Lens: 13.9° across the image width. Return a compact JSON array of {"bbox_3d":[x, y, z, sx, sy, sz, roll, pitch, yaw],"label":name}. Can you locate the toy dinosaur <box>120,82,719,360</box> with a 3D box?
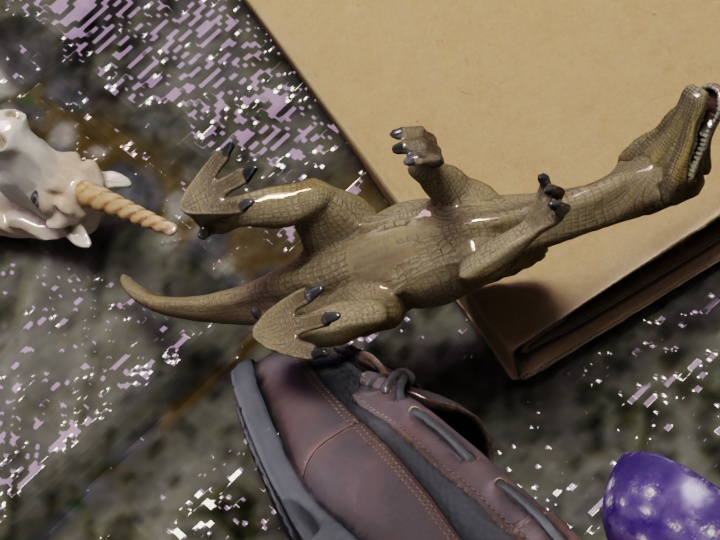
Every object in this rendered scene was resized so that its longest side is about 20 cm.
[{"bbox_3d":[0.000,0.000,0.767,0.200,0.101,0.058,-16,77,28],"label":"toy dinosaur"}]

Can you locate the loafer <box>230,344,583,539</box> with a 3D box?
[{"bbox_3d":[0.015,0.063,0.722,0.063,0.072,0.200,-25,20,-3],"label":"loafer"}]

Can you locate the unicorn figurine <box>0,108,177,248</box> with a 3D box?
[{"bbox_3d":[-0.165,-0.034,0.868,0.200,0.137,0.074,-30,22,24],"label":"unicorn figurine"}]

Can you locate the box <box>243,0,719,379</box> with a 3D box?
[{"bbox_3d":[0.064,-0.080,0.865,0.163,0.021,0.200,-32,53,-4],"label":"box"}]

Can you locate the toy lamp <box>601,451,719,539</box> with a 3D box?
[{"bbox_3d":[0.024,0.134,0.713,0.058,0.058,0.200,29,67,32],"label":"toy lamp"}]
